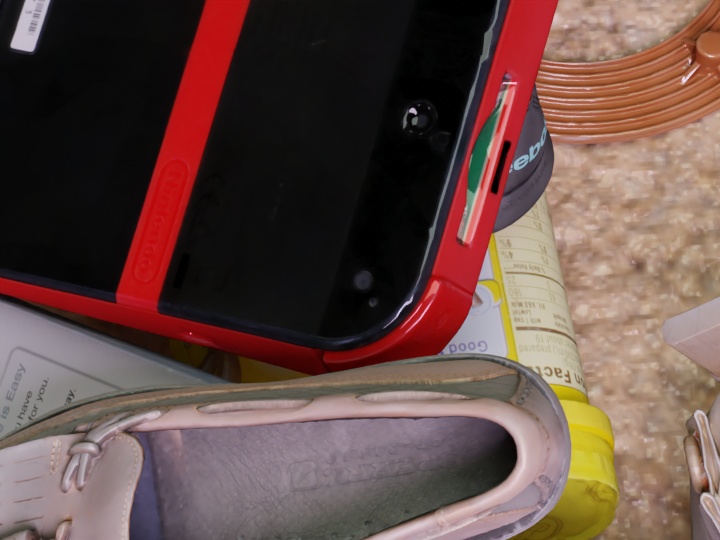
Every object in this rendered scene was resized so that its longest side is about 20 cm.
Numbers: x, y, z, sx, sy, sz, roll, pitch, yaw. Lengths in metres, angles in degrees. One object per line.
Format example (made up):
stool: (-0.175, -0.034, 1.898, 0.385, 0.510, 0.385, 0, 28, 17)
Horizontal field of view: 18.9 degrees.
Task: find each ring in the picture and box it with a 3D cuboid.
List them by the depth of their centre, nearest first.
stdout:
ring: (0.085, -0.141, 0.872, 0.199, 0.019, 0.201, 0, 63, 0)

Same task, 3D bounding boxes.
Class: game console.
game console: (-0.030, -0.076, 0.657, 0.176, 0.031, 0.201, 13, 81, 26)

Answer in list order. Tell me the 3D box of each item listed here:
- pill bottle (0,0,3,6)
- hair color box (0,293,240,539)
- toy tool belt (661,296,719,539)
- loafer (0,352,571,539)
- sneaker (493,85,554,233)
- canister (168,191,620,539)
pill bottle: (-0.155, -0.143, 0.706, 0.115, 0.116, 0.201, 15, 64, 7)
hair color box: (-0.110, 0.062, 0.685, 0.199, 0.061, 0.099, 19, 89, 32)
toy tool belt: (0.200, 0.047, 0.694, 0.199, 0.123, 0.125, -4, 45, 10)
loafer: (-0.043, 0.062, 0.576, 0.199, 0.063, 0.072, -15, 85, 6)
sneaker: (-0.013, -0.097, 0.716, 0.200, 0.079, 0.075, 38, 69, 19)
canister: (0.000, 0.000, 0.757, 0.148, 0.087, 0.201, -8, 65, -2)
